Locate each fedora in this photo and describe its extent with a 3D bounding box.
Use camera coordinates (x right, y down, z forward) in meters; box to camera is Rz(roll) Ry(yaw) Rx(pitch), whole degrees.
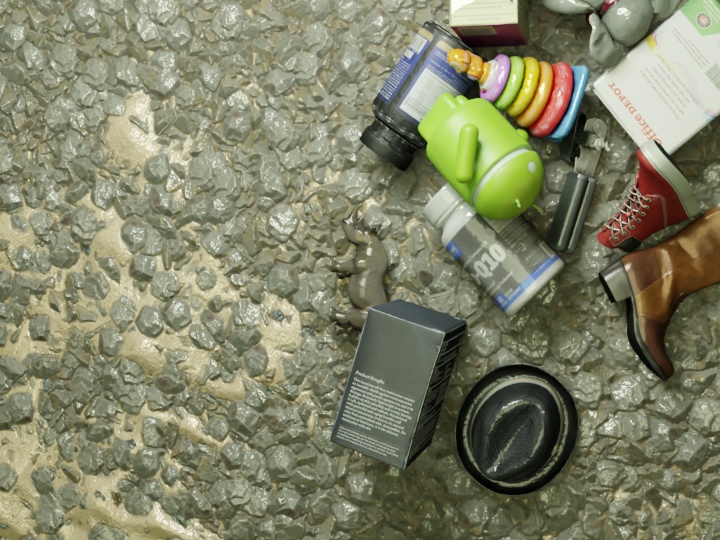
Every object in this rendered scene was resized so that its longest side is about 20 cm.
[{"bbox_3d":[0.223,0.239,1.557,0.197,0.092,0.204,1,92,15],"label":"fedora"}]

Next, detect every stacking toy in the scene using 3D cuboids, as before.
[{"bbox_3d":[0.209,-0.263,1.492,0.197,0.116,0.111,18,96,-17],"label":"stacking toy"}]

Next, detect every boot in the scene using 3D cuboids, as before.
[{"bbox_3d":[0.464,0.036,1.517,0.198,0.068,0.190,-27,86,2],"label":"boot"},{"bbox_3d":[0.377,-0.091,1.455,0.143,0.200,0.073,-32,58,14],"label":"boot"}]

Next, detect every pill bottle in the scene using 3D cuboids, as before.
[{"bbox_3d":[0.086,-0.252,1.562,0.111,0.112,0.201,37,101,10],"label":"pill bottle"},{"bbox_3d":[0.189,-0.042,1.544,0.114,0.114,0.200,-44,81,12],"label":"pill bottle"}]

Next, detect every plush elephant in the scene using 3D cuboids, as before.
[{"bbox_3d":[0.345,-0.375,1.469,0.163,0.200,0.156,-32,99,6],"label":"plush elephant"}]

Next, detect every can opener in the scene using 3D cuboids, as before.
[{"bbox_3d":[0.311,-0.127,1.549,0.066,0.052,0.203,17,96,48],"label":"can opener"}]

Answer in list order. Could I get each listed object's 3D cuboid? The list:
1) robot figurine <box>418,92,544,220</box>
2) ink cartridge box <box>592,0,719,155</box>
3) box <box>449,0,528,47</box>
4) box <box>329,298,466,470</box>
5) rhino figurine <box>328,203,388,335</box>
[{"bbox_3d":[0.170,-0.153,1.465,0.116,0.175,0.201,-50,66,24],"label":"robot figurine"},{"bbox_3d":[0.443,-0.264,1.483,0.199,0.084,0.145,-40,83,13],"label":"ink cartridge box"},{"bbox_3d":[0.183,-0.429,1.496,0.095,0.176,0.204,1,93,14],"label":"box"},{"bbox_3d":[0.059,0.156,1.543,0.122,0.200,0.201,19,96,13],"label":"box"},{"bbox_3d":[0.000,0.000,1.623,0.086,0.060,0.204,1,91,17],"label":"rhino figurine"}]
